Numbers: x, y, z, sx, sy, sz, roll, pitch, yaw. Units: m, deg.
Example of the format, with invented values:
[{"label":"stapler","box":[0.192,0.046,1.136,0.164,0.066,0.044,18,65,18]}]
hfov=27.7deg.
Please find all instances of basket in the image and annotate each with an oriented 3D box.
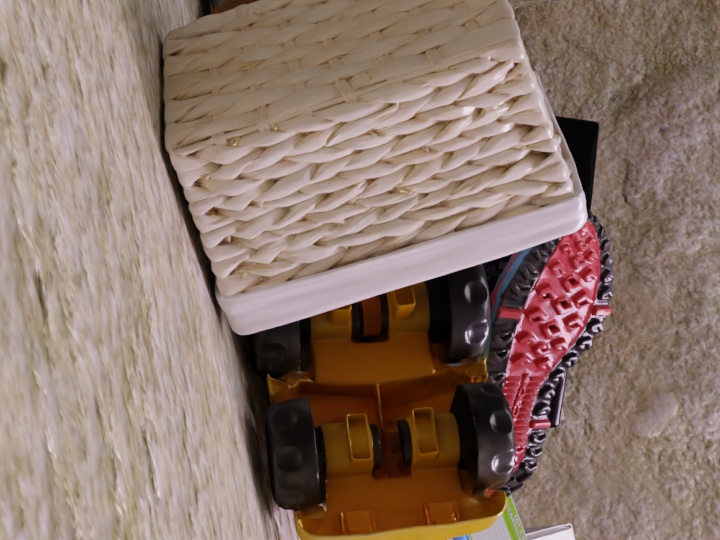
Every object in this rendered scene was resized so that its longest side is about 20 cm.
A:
[{"label":"basket","box":[0.001,-0.075,0.767,0.136,0.200,0.123,-101,170,-50]}]

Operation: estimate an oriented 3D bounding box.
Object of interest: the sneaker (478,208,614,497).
[{"label":"sneaker","box":[0.082,0.041,0.905,0.096,0.079,0.200,47,-60,51]}]

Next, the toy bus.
[{"label":"toy bus","box":[0.000,0.088,0.867,0.192,0.136,0.200,104,-20,-58]}]

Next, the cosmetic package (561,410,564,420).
[{"label":"cosmetic package","box":[0.066,0.088,1.262,0.087,0.200,0.103,-99,178,-60]}]

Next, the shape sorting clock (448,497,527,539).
[{"label":"shape sorting clock","box":[0.089,0.211,1.075,0.200,0.039,0.200,-15,90,-69]}]

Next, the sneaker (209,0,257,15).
[{"label":"sneaker","box":[-0.066,-0.161,1.014,0.200,0.076,0.088,-97,178,-45]}]

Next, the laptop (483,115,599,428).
[{"label":"laptop","box":[0.059,-0.014,1.009,0.116,0.187,0.200,-46,144,-79]}]

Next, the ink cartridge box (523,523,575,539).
[{"label":"ink cartridge box","box":[0.107,0.304,1.263,0.200,0.083,0.147,-21,-101,54]}]
